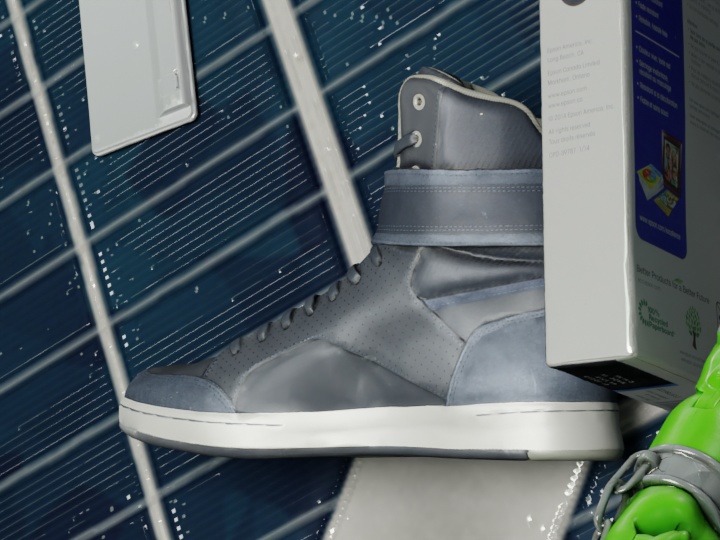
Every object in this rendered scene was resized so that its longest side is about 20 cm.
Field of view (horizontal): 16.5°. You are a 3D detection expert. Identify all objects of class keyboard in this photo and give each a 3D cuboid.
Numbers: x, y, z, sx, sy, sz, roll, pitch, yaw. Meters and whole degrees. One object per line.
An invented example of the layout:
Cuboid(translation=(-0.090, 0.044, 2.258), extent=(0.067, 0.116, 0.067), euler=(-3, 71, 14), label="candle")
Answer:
Cuboid(translation=(-0.105, -0.151, 1.097), extent=(0.056, 0.011, 0.200), euler=(-21, 66, 34), label="keyboard")

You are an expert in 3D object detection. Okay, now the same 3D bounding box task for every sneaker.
Cuboid(translation=(0.001, 0.000, 0.933), extent=(0.202, 0.077, 0.147), euler=(-3, 87, 24), label="sneaker")

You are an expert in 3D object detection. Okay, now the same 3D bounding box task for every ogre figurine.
Cuboid(translation=(0.135, 0.091, 0.773), extent=(0.098, 0.200, 0.120), euler=(-10, 49, 50), label="ogre figurine")

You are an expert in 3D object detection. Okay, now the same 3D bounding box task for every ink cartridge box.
Cuboid(translation=(0.102, -0.055, 0.875), extent=(0.039, 0.099, 0.200), euler=(-8, 73, 33), label="ink cartridge box")
